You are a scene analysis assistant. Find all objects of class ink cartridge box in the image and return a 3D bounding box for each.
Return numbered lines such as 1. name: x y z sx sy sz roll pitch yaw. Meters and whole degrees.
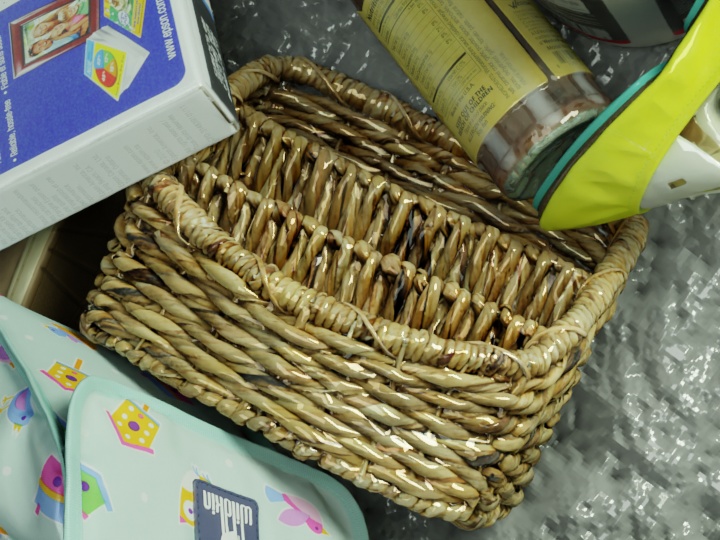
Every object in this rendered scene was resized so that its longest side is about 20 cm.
1. ink cartridge box: -0.161 -0.094 0.938 0.199 0.047 0.198 -26 49 12

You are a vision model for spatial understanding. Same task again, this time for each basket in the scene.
1. basket: 0.000 0.000 0.908 0.199 0.143 0.149 27 95 14

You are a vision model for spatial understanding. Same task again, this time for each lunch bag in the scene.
1. lunch bag: -0.094 0.107 0.874 0.122 0.170 0.200 -58 38 5

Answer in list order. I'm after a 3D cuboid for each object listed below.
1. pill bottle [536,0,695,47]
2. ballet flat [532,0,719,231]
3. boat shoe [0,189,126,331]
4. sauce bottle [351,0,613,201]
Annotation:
1. pill bottle: 0.100 -0.157 0.860 0.110 0.200 0.111 -1 87 13
2. ballet flat: 0.143 -0.073 0.850 0.067 0.067 0.200 44 120 14
3. boat shoe: -0.138 -0.046 0.983 0.064 0.071 0.201 13 76 22
4. sauce bottle: 0.032 -0.122 0.940 0.065 0.065 0.200 -39 68 10
